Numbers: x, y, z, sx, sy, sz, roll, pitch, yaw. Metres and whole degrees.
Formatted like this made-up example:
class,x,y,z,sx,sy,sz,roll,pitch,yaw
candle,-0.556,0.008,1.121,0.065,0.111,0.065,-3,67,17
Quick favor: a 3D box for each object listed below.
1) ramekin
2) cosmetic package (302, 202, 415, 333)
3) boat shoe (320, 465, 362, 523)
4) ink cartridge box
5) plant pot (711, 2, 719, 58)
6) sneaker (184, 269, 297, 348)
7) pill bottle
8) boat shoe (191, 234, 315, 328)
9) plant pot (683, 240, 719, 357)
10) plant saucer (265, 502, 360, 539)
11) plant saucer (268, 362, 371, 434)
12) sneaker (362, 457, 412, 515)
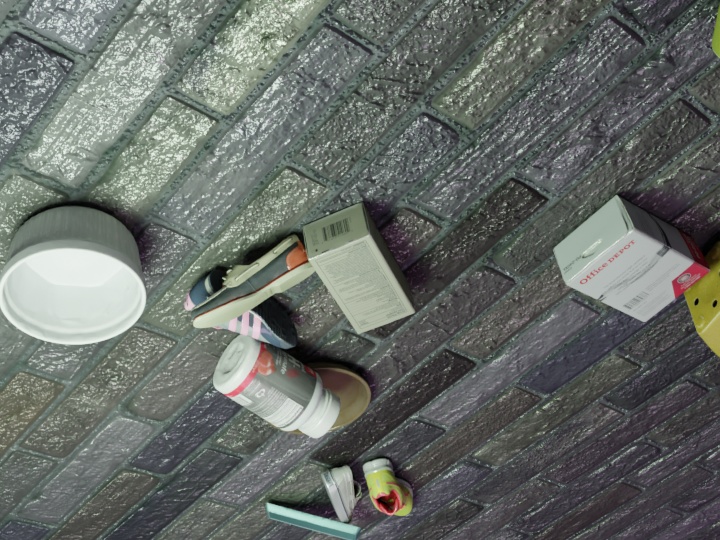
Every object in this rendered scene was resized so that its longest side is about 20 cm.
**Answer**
class,x,y,z,sx,sy,sz,roll,pitch,yaw
ramekin,-0.402,0.001,1.425,0.199,0.105,0.201,-7,139,-6
cosmetic package,0.000,0.000,1.539,0.103,0.073,0.200,-21,138,9
boat shoe,-0.030,0.446,2.032,0.065,0.072,0.201,-24,140,-8
ink cartridge box,0.429,-0.017,1.611,0.199,0.084,0.145,23,128,-32
plant pot,0.518,-0.363,1.202,0.186,0.188,0.201,-11,124,-1
sneaker,-0.186,0.071,1.585,0.082,0.070,0.200,-31,128,28
pill bottle,-0.133,0.194,1.665,0.200,0.111,0.111,36,122,-24
boat shoe,-0.164,0.018,1.487,0.199,0.063,0.071,-29,168,-9
plant pot,0.651,0.050,1.664,0.199,0.196,0.195,12,134,-16
plant saucer,-0.098,0.512,2.059,0.199,0.019,0.070,15,152,5
plant saucer,-0.081,0.225,1.803,0.199,0.030,0.201,-7,139,-6
sneaker,0.058,0.461,2.049,0.078,0.091,0.200,-23,139,10
